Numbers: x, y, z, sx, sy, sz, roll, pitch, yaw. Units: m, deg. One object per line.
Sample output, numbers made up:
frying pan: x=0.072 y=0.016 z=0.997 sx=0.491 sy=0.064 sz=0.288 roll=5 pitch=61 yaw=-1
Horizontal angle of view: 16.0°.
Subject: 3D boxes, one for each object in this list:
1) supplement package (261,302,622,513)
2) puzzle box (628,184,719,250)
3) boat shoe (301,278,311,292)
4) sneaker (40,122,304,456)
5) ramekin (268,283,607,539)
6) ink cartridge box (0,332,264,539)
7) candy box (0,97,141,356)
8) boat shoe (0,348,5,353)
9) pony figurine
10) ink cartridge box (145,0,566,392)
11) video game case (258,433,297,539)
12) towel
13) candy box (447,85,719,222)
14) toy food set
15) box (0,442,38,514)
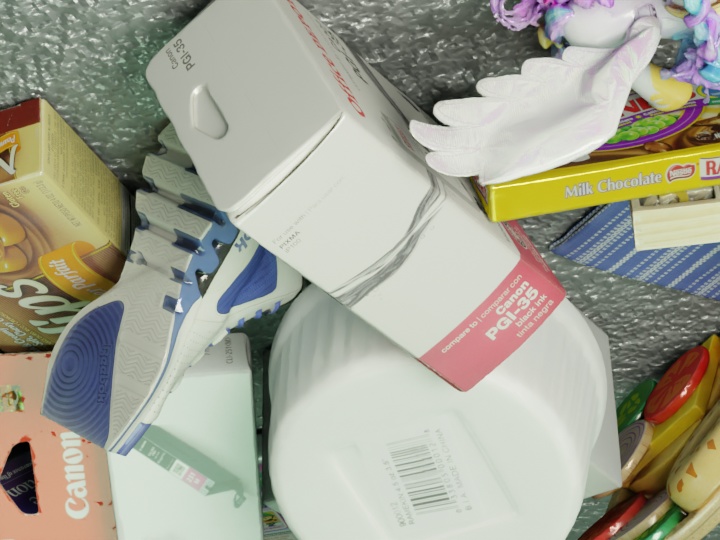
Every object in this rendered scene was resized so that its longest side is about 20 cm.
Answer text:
supplement package: x=0.050 y=0.093 z=1.620 sx=0.199 sy=0.118 sz=0.117 roll=-21 pitch=141 yaw=27
puzzle box: x=0.239 y=-0.065 z=1.366 sx=0.199 sy=0.133 sz=0.026 roll=-7 pitch=119 yaw=5
boat shoe: x=-0.003 y=0.000 z=1.507 sx=0.073 sy=0.068 sz=0.200 roll=4 pitch=149 yaw=-12
sneaker: x=-0.089 y=0.017 z=1.451 sx=0.080 sy=0.200 sz=0.115 roll=29 pitch=-176 yaw=37
ramekin: x=0.041 y=0.093 z=1.461 sx=0.199 sy=0.098 sz=0.201 roll=3 pitch=125 yaw=4
ink cartridge box: x=-0.147 y=0.134 z=1.564 sx=0.173 sy=0.044 sz=0.201 roll=-5 pitch=124 yaw=-3
candy box: x=-0.187 y=-0.015 z=1.477 sx=0.115 sy=0.056 sz=0.200 roll=-14 pitch=149 yaw=17
boat shoe: x=-0.258 y=0.040 z=1.544 sx=0.071 sy=0.077 sz=0.200 roll=-25 pitch=143 yaw=33
pony figurine: x=0.123 y=-0.128 z=1.246 sx=0.192 sy=0.168 sz=0.200 roll=-11 pitch=170 yaw=15
ink cartridge box: x=-0.002 y=-0.046 z=1.324 sx=0.083 sy=0.147 sz=0.200 roll=-42 pitch=133 yaw=11
video game case: x=-0.112 y=0.175 z=1.840 sx=0.199 sy=0.024 sz=0.182 roll=-10 pitch=149 yaw=13
towel: x=0.235 y=-0.024 z=1.541 sx=0.199 sy=0.024 sz=0.145 roll=14 pitch=147 yaw=-23
candy box: x=0.152 y=-0.072 z=1.343 sx=0.199 sy=0.102 sz=0.027 roll=-10 pitch=117 yaw=-8
toy food set: x=0.207 y=0.108 z=1.609 sx=0.049 sy=0.200 sz=0.198 roll=38 pitch=124 yaw=-9
box: x=-0.205 y=0.142 z=1.701 sx=0.199 sy=0.079 sz=0.141 roll=-27 pitch=134 yaw=33
